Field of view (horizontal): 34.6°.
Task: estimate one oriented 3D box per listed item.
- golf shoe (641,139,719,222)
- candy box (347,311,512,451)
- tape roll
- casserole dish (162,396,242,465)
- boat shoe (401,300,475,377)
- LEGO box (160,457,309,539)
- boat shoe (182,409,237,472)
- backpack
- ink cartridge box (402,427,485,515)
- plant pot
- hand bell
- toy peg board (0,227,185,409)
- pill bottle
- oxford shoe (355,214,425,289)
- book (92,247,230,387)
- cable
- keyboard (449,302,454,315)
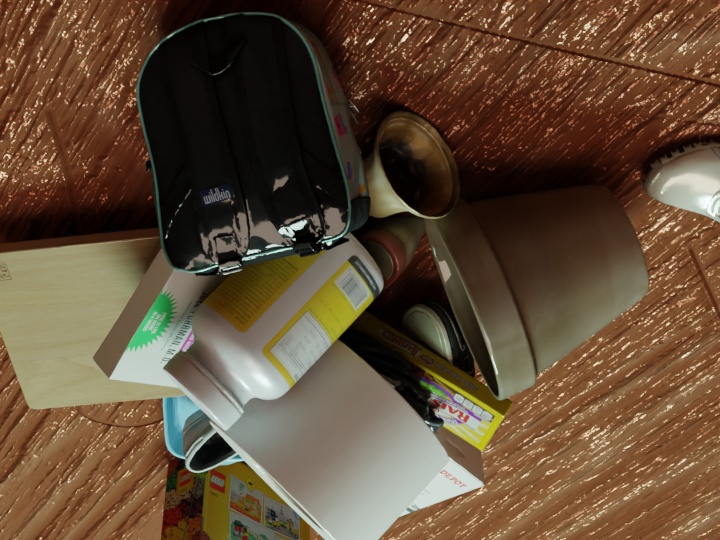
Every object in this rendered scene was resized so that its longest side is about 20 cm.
[{"bbox_3d":[0.370,-0.065,1.094,0.199,0.097,0.078,4,141,-4],"label":"golf shoe"},{"bbox_3d":[0.065,0.120,1.269,0.200,0.026,0.102,31,152,10],"label":"candy box"},{"bbox_3d":[-0.031,0.169,1.139,0.139,0.203,0.203,-45,137,-12],"label":"tape roll"},{"bbox_3d":[-0.175,0.169,1.395,0.121,0.039,0.200,2,139,-4],"label":"casserole dish"},{"bbox_3d":[0.098,0.087,1.291,0.066,0.074,0.200,-40,141,-20],"label":"boat shoe"},{"bbox_3d":[-0.159,0.340,1.511,0.077,0.149,0.200,-30,132,30],"label":"LEGO box"},{"bbox_3d":[-0.129,0.175,1.319,0.201,0.072,0.070,-34,131,31],"label":"boat shoe"},{"bbox_3d":[-0.089,-0.113,0.965,0.175,0.153,0.200,-12,102,15],"label":"backpack"},{"bbox_3d":[0.033,0.239,1.447,0.200,0.086,0.146,-26,134,25],"label":"ink cartridge box"},{"bbox_3d":[0.174,0.001,1.115,0.173,0.200,0.200,-23,138,-1],"label":"plant pot"},{"bbox_3d":[-0.012,-0.063,1.106,0.104,0.104,0.200,30,142,-32],"label":"hand bell"},{"bbox_3d":[-0.266,0.031,1.206,0.199,0.098,0.200,-6,124,4],"label":"toy peg board"},{"bbox_3d":[-0.081,0.045,1.052,0.200,0.112,0.112,-46,137,-13],"label":"pill bottle"},{"bbox_3d":[0.000,0.000,1.180,0.071,0.075,0.200,55,143,-7],"label":"oxford shoe"},{"bbox_3d":[-0.146,0.050,1.119,0.200,0.048,0.134,15,113,-53],"label":"book"},{"bbox_3d":[-0.005,0.134,1.288,0.163,0.051,0.200,46,152,-15],"label":"cable"},{"bbox_3d":[0.196,0.023,1.236,0.199,0.040,0.104,-5,140,2],"label":"keyboard"}]
